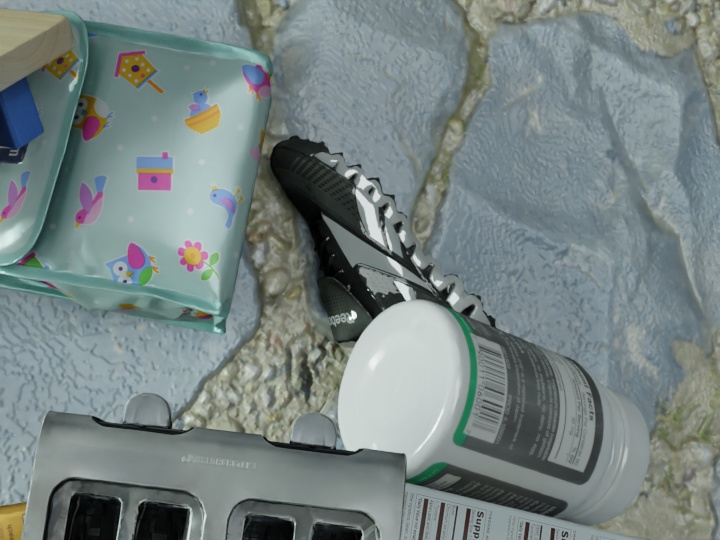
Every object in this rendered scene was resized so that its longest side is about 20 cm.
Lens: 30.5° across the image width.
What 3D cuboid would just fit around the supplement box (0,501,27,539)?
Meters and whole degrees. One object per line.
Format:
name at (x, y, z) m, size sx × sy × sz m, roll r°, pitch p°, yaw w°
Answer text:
supplement box at (-0.233, 0.176, 0.786) m, size 0.197 × 0.066 × 0.070 m, roll -8°, pitch 83°, yaw -20°

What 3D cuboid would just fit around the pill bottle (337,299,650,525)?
pill bottle at (0.092, 0.100, 0.857) m, size 0.198 × 0.112 × 0.115 m, roll 23°, pitch 73°, yaw -37°

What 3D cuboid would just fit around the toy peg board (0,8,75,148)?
toy peg board at (-0.285, -0.067, 0.749) m, size 0.199 × 0.198 × 0.099 m, roll -42°, pitch 132°, yaw -40°

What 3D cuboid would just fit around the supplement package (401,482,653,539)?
supplement package at (0.052, 0.218, 0.807) m, size 0.197 × 0.191 × 0.149 m, roll 15°, pitch 76°, yaw -16°

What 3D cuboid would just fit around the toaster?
toaster at (-0.076, 0.167, 0.629) m, size 0.178 × 0.119 × 0.203 m, roll 7°, pitch 74°, yaw -2°

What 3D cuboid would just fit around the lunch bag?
lunch bag at (-0.164, -0.063, 0.824) m, size 0.197 × 0.122 × 0.173 m, roll 12°, pitch 80°, yaw -4°

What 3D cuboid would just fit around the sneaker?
sneaker at (0.000, 0.000, 0.894) m, size 0.200 × 0.066 × 0.091 m, roll 47°, pitch 68°, yaw -8°
